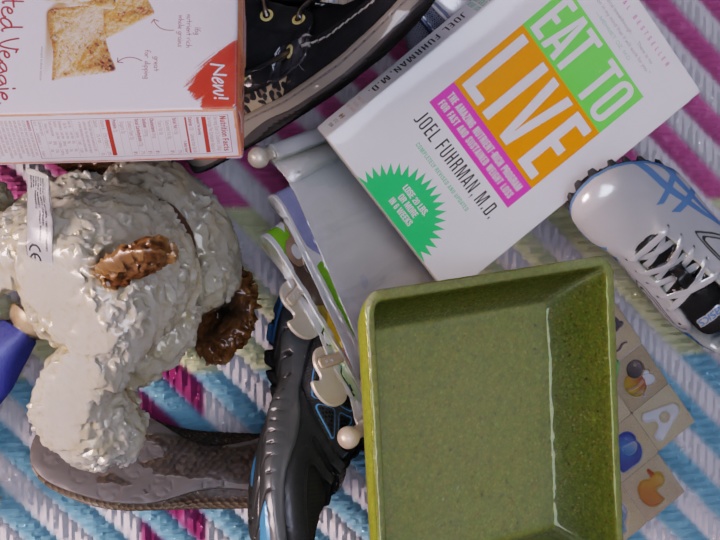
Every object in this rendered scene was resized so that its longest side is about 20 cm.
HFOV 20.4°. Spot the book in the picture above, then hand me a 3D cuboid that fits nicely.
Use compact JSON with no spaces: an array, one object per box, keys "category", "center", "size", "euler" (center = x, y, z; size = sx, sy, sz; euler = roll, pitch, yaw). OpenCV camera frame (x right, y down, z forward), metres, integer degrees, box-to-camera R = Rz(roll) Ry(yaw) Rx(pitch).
[{"category":"book","center":[0.089,-0.100,1.220],"size":[0.200,0.048,0.134],"euler":[-40,116,0]}]

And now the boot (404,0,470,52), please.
[{"category":"boot","center":[0.055,-0.109,1.259],"size":[0.090,0.073,0.200],"euler":[-44,108,-3]}]

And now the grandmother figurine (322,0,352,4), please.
[{"category":"grandmother figurine","center":[-0.023,-0.231,1.247],"size":[0.120,0.061,0.202],"euler":[0,93,-18]}]

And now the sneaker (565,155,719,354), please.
[{"category":"sneaker","center":[0.202,-0.006,1.264],"size":[0.072,0.073,0.200],"euler":[-41,132,15]}]

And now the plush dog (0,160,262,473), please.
[{"category":"plush dog","center":[-0.137,-0.009,1.188],"size":[0.160,0.172,0.201],"euler":[-33,95,32]}]

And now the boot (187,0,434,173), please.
[{"category":"boot","center":[-0.064,-0.165,1.199],"size":[0.199,0.073,0.151],"euler":[-31,93,35]}]

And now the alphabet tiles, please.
[{"category":"alphabet tiles","center":[0.119,0.121,1.325],"size":[0.199,0.006,0.167],"euler":[-37,99,-8]}]

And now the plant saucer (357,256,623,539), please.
[{"category":"plant saucer","center":[0.071,0.099,1.215],"size":[0.199,0.048,0.202],"euler":[-8,98,-38]}]

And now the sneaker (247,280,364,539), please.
[{"category":"sneaker","center":[-0.022,0.097,1.221],"size":[0.081,0.073,0.201],"euler":[12,61,-8]}]

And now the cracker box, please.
[{"category":"cracker box","center":[-0.163,-0.131,1.109],"size":[0.198,0.058,0.135],"euler":[-2,63,-1]}]

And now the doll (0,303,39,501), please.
[{"category":"doll","center":[-0.272,0.099,1.218],"size":[0.136,0.048,0.200],"euler":[39,84,-10]}]

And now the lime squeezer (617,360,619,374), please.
[{"category":"lime squeezer","center":[0.090,0.113,1.277],"size":[0.199,0.038,0.071],"euler":[-13,132,-34]}]

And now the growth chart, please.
[{"category":"growth chart","center":[0.000,0.000,1.233],"size":[0.144,0.018,0.202],"euler":[-15,84,-42]}]

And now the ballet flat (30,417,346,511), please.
[{"category":"ballet flat","center":[-0.108,0.124,1.258],"size":[0.198,0.046,0.068],"euler":[2,63,-10]}]
